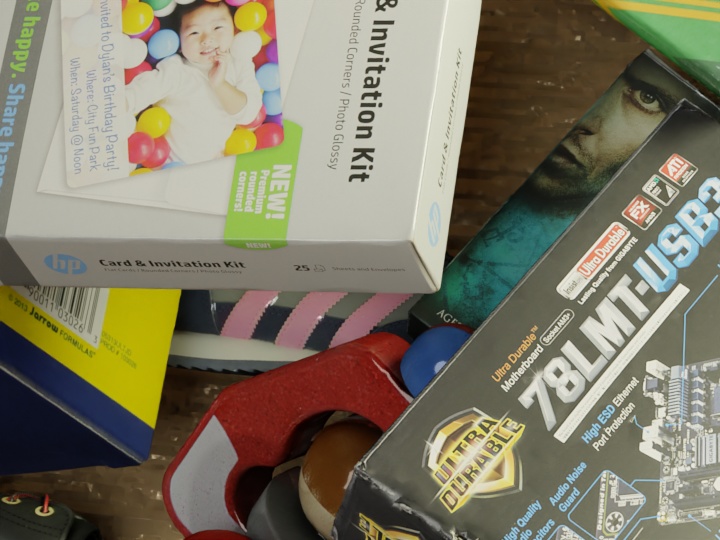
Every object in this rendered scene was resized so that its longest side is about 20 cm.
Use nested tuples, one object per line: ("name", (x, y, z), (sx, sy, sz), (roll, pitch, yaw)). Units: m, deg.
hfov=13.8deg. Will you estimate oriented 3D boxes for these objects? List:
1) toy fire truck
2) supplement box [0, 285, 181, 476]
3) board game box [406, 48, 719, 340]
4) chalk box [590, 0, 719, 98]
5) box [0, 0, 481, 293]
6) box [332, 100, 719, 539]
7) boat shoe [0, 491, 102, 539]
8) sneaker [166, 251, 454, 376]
("toy fire truck", (0.025, 0.107, 1.030), (0.200, 0.112, 0.168), (48, 124, 17))
("supplement box", (-0.132, -0.036, 1.090), (0.108, 0.109, 0.201), (-7, 60, 32))
("board game box", (0.134, 0.032, 1.035), (0.200, 0.028, 0.135), (39, 74, 12))
("chalk box", (0.103, -0.155, 1.053), (0.200, 0.124, 0.125), (38, 96, 19))
("box", (-0.062, -0.071, 0.987), (0.199, 0.041, 0.157), (2, 65, 16))
("box", (0.126, 0.069, 0.945), (0.198, 0.050, 0.200), (35, 54, 12))
("boat shoe", (-0.123, 0.116, 1.134), (0.201, 0.074, 0.063), (45, 97, 14))
("sneaker", (0.000, 0.000, 1.102), (0.199, 0.070, 0.083), (3, 87, 18))
